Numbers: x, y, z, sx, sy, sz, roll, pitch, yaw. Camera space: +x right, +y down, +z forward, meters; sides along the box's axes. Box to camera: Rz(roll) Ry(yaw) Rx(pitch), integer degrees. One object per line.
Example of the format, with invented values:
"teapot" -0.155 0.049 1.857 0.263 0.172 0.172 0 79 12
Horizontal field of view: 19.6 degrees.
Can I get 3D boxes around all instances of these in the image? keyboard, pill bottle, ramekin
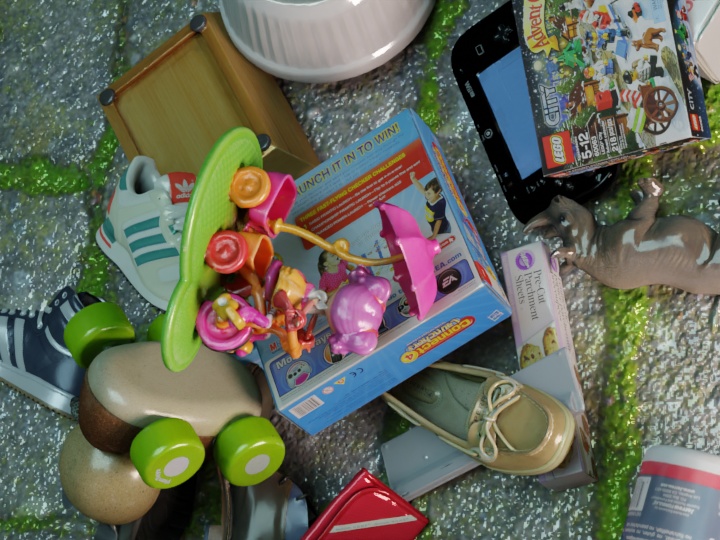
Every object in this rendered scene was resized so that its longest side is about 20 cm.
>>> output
"keyboard" 0.095 0.127 1.680 0.200 0.011 0.057 -31 54 31
"pill bottle" 0.242 0.240 1.534 0.119 0.120 0.201 12 79 29
"ramekin" -0.036 -0.273 1.829 0.201 0.094 0.203 -5 63 10

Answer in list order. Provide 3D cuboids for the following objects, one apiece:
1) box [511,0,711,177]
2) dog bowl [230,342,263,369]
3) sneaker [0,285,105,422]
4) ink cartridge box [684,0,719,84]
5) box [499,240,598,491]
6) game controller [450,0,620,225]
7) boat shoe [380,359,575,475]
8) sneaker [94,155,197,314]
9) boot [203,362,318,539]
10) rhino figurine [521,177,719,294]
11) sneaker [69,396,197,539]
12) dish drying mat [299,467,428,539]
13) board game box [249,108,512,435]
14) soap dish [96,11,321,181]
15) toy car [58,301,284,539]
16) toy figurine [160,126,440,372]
"box" 0.194 -0.186 1.661 0.136 0.038 0.201 -14 82 34
"dog bowl" -0.067 0.010 1.804 0.200 0.050 0.112 -44 60 7
"sneaker" -0.303 0.050 1.894 0.199 0.070 0.109 27 91 24
"ink cartridge box" 0.243 -0.266 1.722 0.200 0.087 0.146 31 90 32
"box" 0.151 0.077 1.680 0.041 0.039 0.201 -16 67 21
"game controller" 0.145 -0.135 1.752 0.104 0.042 0.201 -29 62 15
"boat shoe" 0.083 0.108 1.646 0.200 0.063 0.074 24 90 47
"sneaker" -0.155 -0.030 1.732 0.200 0.070 0.094 39 117 49
"boot" -0.071 0.181 1.748 0.096 0.075 0.201 6 80 13
"rhino figurine" 0.225 -0.026 1.655 0.199 0.060 0.088 4 75 17
"sneaker" -0.202 0.169 1.805 0.114 0.076 0.201 0 70 28
"dish drying mat" -0.034 0.259 1.697 0.200 0.077 0.018 -51 19 2
"board game box" 0.000 0.000 1.694 0.199 0.056 0.196 -31 51 14
"soap dish" -0.141 -0.122 1.866 0.157 0.081 0.201 -36 60 12
"toy car" -0.182 0.154 1.702 0.165 0.157 0.200 55 127 37
"toy figurine" -0.035 0.005 1.588 0.183 0.150 0.201 14 71 16
